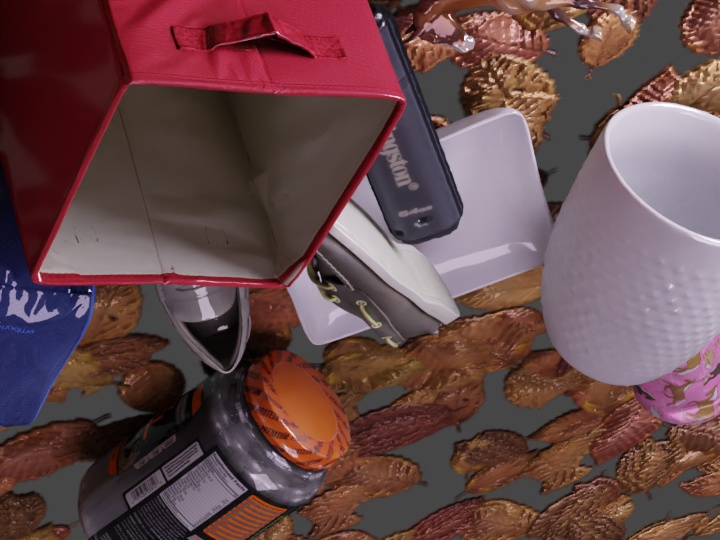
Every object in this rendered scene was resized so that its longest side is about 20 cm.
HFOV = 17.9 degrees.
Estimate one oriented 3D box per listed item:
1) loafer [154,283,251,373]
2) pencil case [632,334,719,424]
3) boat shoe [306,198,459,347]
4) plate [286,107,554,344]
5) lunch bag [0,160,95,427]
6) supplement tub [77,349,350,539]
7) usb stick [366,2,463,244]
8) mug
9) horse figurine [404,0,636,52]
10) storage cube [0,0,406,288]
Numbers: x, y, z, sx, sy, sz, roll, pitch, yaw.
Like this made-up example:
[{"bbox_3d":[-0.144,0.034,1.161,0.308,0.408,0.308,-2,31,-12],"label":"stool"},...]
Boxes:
[{"bbox_3d":[-0.109,0.001,1.575,0.070,0.070,0.200,-19,148,-1],"label":"loafer"},{"bbox_3d":[0.249,0.049,1.825,0.083,0.087,0.200,-49,151,-15],"label":"pencil case"},{"bbox_3d":[0.001,0.002,1.576,0.060,0.072,0.202,-33,149,13],"label":"boat shoe"},{"bbox_3d":[0.033,-0.035,1.631,0.200,0.032,0.200,-20,147,2],"label":"plate"},{"bbox_3d":[-0.265,0.016,1.457,0.132,0.136,0.200,1,144,-28],"label":"lunch bag"},{"bbox_3d":[-0.111,0.152,1.753,0.200,0.123,0.123,-37,144,25],"label":"supplement tub"},{"bbox_3d":[0.020,-0.093,1.499,0.055,0.033,0.200,-21,134,3],"label":"usb stick"},{"bbox_3d":[0.228,-0.009,1.649,0.200,0.148,0.175,-5,138,-31],"label":"mug"},{"bbox_3d":[0.126,-0.195,1.412,0.133,0.050,0.200,15,145,-17],"label":"horse figurine"},{"bbox_3d":[-0.102,-0.113,1.308,0.171,0.180,0.200,1,142,-28],"label":"storage cube"}]
